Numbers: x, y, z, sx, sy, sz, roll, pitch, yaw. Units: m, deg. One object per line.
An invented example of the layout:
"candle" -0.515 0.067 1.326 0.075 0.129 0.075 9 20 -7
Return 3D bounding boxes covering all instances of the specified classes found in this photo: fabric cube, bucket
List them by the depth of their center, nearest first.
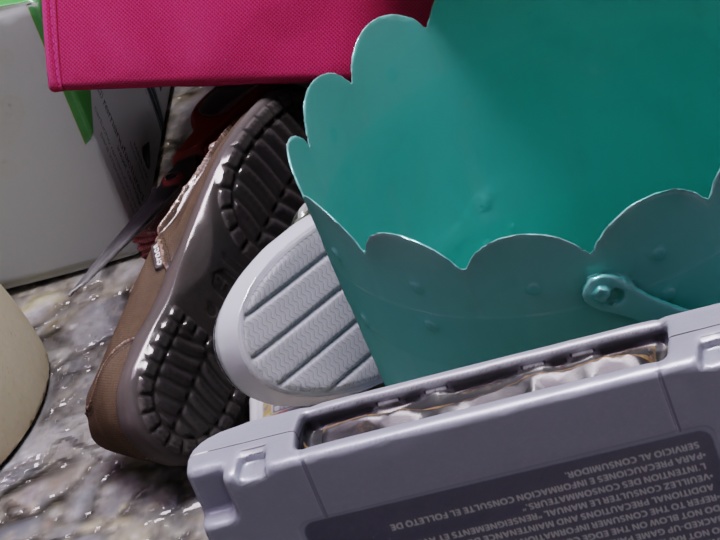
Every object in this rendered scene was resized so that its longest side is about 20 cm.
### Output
"bucket" 0.085 -0.015 0.992 0.207 0.135 0.207 -14 32 9
"fabric cube" -0.028 -0.188 1.238 0.199 0.196 0.200 -2 9 8

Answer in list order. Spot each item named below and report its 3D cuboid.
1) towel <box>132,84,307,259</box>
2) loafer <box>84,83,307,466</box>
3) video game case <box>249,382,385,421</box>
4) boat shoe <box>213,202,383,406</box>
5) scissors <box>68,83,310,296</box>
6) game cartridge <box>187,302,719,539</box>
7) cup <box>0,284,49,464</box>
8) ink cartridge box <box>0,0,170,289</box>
"towel" 0.006 -0.055 1.273 0.200 0.023 0.144 -4 33 27
"loafer" -0.066 -0.001 1.165 0.071 0.073 0.200 -18 32 46
"video game case" 0.045 0.080 1.026 0.182 0.023 0.200 -18 30 8
"boat shoe" 0.000 0.000 1.114 0.071 0.072 0.200 -13 15 44
"scissors" -0.084 -0.046 1.282 0.073 0.014 0.200 15 45 43
"game cartridge" 0.059 0.091 0.888 0.200 0.133 0.042 -14 31 14
"cup" -0.257 0.024 1.205 0.200 0.143 0.200 -17 31 11
"ink cartridge box" -0.158 -0.108 1.345 0.083 0.147 0.200 -14 32 11
